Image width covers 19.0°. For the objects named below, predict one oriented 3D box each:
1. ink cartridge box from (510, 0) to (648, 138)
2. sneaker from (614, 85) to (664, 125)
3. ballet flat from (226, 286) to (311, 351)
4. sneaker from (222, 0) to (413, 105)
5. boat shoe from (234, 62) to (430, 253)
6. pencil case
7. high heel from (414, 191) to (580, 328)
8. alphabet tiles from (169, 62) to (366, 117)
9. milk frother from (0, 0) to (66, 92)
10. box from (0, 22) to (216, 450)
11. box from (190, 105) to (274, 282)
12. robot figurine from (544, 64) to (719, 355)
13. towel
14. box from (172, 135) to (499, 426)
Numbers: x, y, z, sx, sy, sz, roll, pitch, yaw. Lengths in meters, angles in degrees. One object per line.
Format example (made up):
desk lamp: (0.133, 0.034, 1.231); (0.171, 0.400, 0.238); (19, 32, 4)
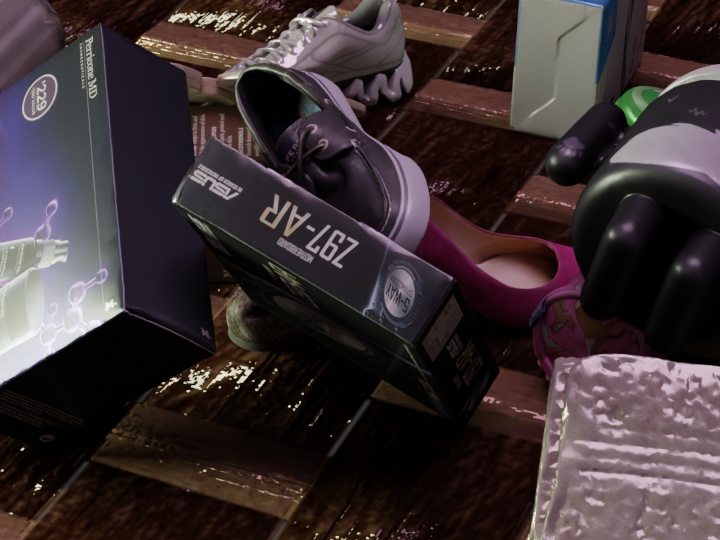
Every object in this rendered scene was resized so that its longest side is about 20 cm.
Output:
ink cartridge box: (0.177, -0.195, 1.651); (0.067, 0.116, 0.200); (12, 33, 16)
sneaker: (0.274, -0.101, 1.532); (0.200, 0.084, 0.074); (23, 37, 32)
ballet flat: (0.000, 0.000, 1.386); (0.200, 0.046, 0.067); (-18, 37, -30)
sneaker: (-0.049, -0.154, 1.609); (0.200, 0.081, 0.075); (-22, 40, -32)
boat shoe: (-0.024, -0.070, 1.284); (0.066, 0.070, 0.200); (20, 24, -33)
pencil case: (0.181, 0.007, 1.349); (0.086, 0.083, 0.200); (19, 35, 25)
high heel: (0.083, -0.020, 1.352); (0.200, 0.096, 0.067); (3, 39, -22)
alphabet tiles: (-0.105, -0.106, 1.459); (0.196, 0.015, 0.200); (-4, -11, 33)
milk frother: (-0.326, -0.166, 1.500); (0.180, 0.200, 0.188); (5, 31, 13)
box: (-0.166, -0.019, 1.242); (0.141, 0.079, 0.200); (-28, 53, 27)
box: (-0.121, -0.051, 1.408); (0.200, 0.100, 0.075); (0, 37, -1)
robot figurine: (0.198, -0.036, 1.242); (0.125, 0.150, 0.200); (-21, 19, 41)
towel: (0.192, 0.117, 1.151); (0.200, 0.034, 0.133); (8, 73, 8)
box: (-0.009, 0.011, 1.212); (0.160, 0.200, 0.044); (31, 81, 17)
